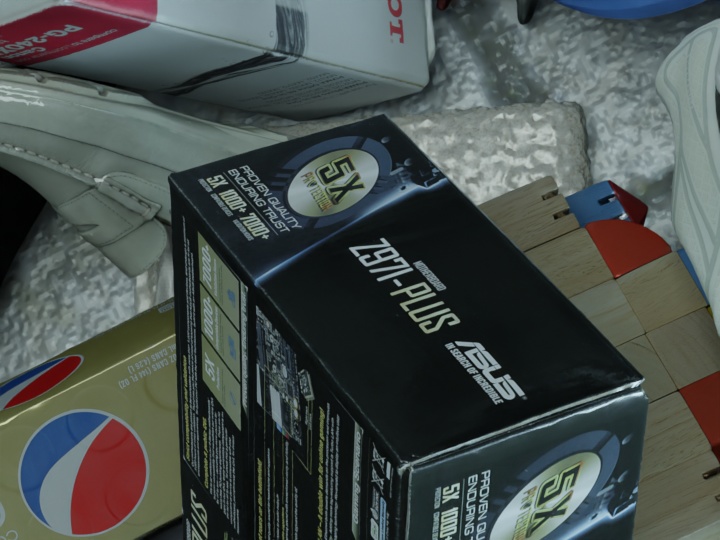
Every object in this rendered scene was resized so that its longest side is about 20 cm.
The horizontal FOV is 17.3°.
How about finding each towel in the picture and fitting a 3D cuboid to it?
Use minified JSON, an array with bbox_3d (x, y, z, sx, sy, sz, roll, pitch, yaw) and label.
[{"bbox_3d":[0.000,0.000,0.979,0.199,0.034,0.133,-6,79,12],"label":"towel"}]

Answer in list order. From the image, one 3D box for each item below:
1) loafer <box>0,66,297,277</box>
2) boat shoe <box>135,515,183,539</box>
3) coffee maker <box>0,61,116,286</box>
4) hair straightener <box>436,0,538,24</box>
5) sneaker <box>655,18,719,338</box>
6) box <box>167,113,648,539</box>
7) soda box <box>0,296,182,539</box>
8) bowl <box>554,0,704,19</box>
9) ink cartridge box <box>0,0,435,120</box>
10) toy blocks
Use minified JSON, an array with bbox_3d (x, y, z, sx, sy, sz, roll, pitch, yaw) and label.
[{"bbox_3d":[-0.087,-0.032,0.915,0.200,0.070,0.070,14,92,-18],"label":"loafer"},{"bbox_3d":[-0.005,0.109,0.940,0.200,0.073,0.063,-16,73,5],"label":"boat shoe"},{"bbox_3d":[-0.178,-0.031,0.992,0.192,0.135,0.200,29,88,-14],"label":"coffee maker"},{"bbox_3d":[0.090,-0.198,0.999,0.077,0.041,0.200,13,78,7],"label":"hair straightener"},{"bbox_3d":[0.151,0.005,0.819,0.075,0.081,0.201,-13,94,-28],"label":"sneaker"},{"bbox_3d":[0.009,0.079,0.786,0.086,0.200,0.164,-17,40,-23],"label":"box"},{"bbox_3d":[-0.140,0.087,0.911,0.200,0.064,0.068,-27,104,-7],"label":"soda box"},{"bbox_3d":[0.119,-0.193,0.891,0.200,0.039,0.201,-26,50,36],"label":"bowl"},{"bbox_3d":[-0.069,-0.147,0.935,0.083,0.200,0.146,-14,75,41],"label":"ink cartridge box"},{"bbox_3d":[0.097,0.037,0.872,0.136,0.100,0.200,-23,64,-9],"label":"toy blocks"}]
